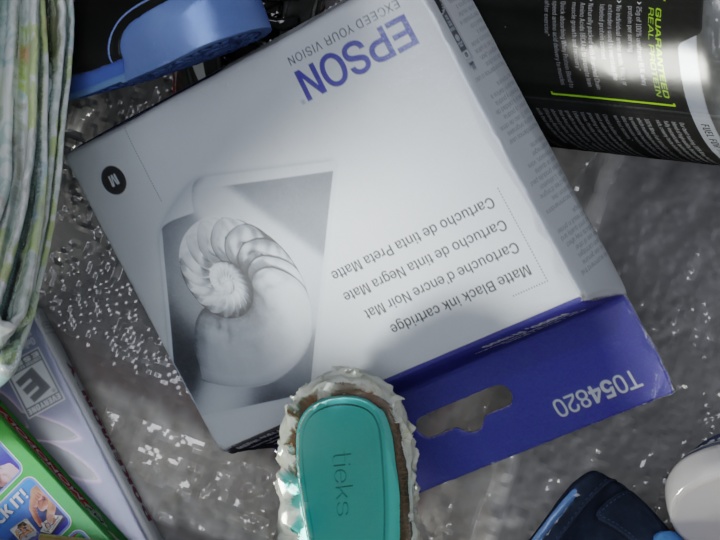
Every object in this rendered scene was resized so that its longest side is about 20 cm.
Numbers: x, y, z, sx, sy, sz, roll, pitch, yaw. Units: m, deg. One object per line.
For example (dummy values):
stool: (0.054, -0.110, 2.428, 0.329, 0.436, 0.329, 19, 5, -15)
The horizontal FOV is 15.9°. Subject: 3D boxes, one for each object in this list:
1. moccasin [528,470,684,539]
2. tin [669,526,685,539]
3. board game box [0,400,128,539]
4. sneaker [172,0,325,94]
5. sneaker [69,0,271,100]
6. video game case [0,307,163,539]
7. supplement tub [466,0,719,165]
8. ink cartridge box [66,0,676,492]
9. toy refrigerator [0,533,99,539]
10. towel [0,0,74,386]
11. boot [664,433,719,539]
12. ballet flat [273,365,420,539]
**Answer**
moccasin: (0.057, 0.166, 1.076, 0.200, 0.080, 0.068, -46, 62, 14)
tin: (0.205, 0.152, 1.082, 0.199, 0.042, 0.113, -2, 92, 6)
board game box: (-0.196, 0.160, 1.110, 0.200, 0.029, 0.135, -45, 85, 4)
sneaker: (-0.047, -0.119, 1.087, 0.070, 0.098, 0.202, 3, 90, 2)
sneaker: (-0.108, -0.113, 1.052, 0.070, 0.200, 0.078, -20, 99, -32)
video game case: (-0.186, 0.143, 1.134, 0.199, 0.023, 0.183, -29, 86, 5)
supplement tub: (0.123, -0.104, 1.016, 0.199, 0.122, 0.123, 10, 90, 39)
ink cartridge box: (0.000, 0.000, 1.045, 0.199, 0.041, 0.201, -26, 97, 35)
toy refrigerator: (-0.134, 0.139, 1.045, 0.199, 0.076, 0.070, 4, 82, 9)
towel: (-0.174, -0.018, 1.043, 0.048, 0.200, 0.172, 15, 65, -26)
boot: (0.218, 0.063, 1.053, 0.199, 0.073, 0.091, -3, 45, -3)
ballet flat: (0.000, 0.135, 1.027, 0.071, 0.072, 0.201, 2, 96, 7)
